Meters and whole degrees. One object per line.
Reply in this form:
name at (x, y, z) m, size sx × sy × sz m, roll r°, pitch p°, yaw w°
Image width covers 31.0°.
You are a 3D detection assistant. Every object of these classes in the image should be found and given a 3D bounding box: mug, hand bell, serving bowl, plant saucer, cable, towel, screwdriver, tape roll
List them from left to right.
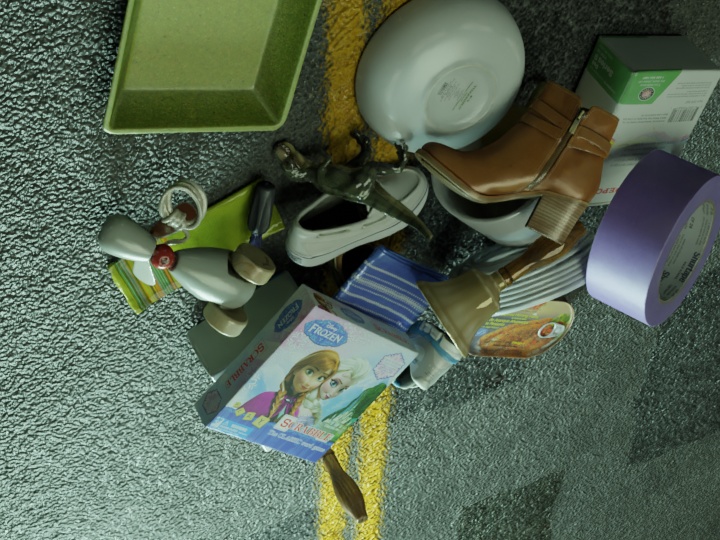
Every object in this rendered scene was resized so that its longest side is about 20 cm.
towel at (-0.184, -0.026, 1.463) m, size 0.199 × 0.018 × 0.086 m, roll -30°, pitch 142°, yaw -5°
plant saucer at (-0.146, -0.228, 1.253) m, size 0.199 × 0.048 × 0.201 m, roll -5°, pitch 133°, yaw -31°
screwdriver at (-0.126, -0.015, 1.482) m, size 0.028 × 0.029 × 0.201 m, roll -4°, pitch 130°, yaw -28°
hand bell at (-0.042, 0.251, 1.708) m, size 0.103 × 0.200 × 0.105 m, roll -19°, pitch 140°, yaw -17°
towel at (0.007, 0.064, 1.562) m, size 0.200 × 0.024 × 0.144 m, roll -50°, pitch 139°, yaw 14°
serving bowl at (0.097, -0.205, 1.419) m, size 0.199 × 0.066 × 0.201 m, roll -14°, pitch 133°, yaw -15°
hand bell at (0.175, 0.004, 1.507) m, size 0.199 × 0.104 × 0.104 m, roll -33°, pitch 142°, yaw 2°
mug at (0.194, -0.109, 1.548) m, size 0.186 × 0.150 × 0.153 m, roll -33°, pitch 150°, yaw 10°
cable at (0.208, 0.000, 1.644) m, size 0.199 × 0.200 × 0.070 m, roll -21°, pitch 98°, yaw -5°
tape roll at (0.363, -0.039, 1.582) m, size 0.200 × 0.085 × 0.201 m, roll -41°, pitch 147°, yaw -35°

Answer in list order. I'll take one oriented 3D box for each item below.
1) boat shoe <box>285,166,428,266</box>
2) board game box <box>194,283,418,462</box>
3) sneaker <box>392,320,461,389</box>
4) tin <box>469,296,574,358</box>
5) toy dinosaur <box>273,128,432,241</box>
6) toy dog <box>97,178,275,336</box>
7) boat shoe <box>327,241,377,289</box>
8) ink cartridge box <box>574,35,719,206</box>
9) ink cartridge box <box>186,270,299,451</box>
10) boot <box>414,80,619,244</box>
boat shoe at (0.000, -0.076, 1.474) m, size 0.199 × 0.072 × 0.066 m, roll -25°, pitch 155°, yaw -25°
board game box at (-0.061, 0.128, 1.534) m, size 0.200 × 0.041 × 0.199 m, roll -48°, pitch 138°, yaw 15°
sneaker at (0.061, 0.105, 1.646) m, size 0.075 × 0.200 × 0.087 m, roll 38°, pitch 85°, yaw -14°
tin at (0.218, 0.070, 1.832) m, size 0.199 × 0.042 × 0.112 m, roll 7°, pitch 131°, yaw -39°
toy dinosaur at (0.005, -0.107, 1.429) m, size 0.089 × 0.199 × 0.048 m, roll -61°, pitch 169°, yaw -18°
toy dog at (-0.186, -0.018, 1.414) m, size 0.132 × 0.096 × 0.200 m, roll -38°, pitch 119°, yaw 6°
boat shoe at (0.000, 0.000, 1.574) m, size 0.075 × 0.074 × 0.200 m, roll -35°, pitch 141°, yaw 2°
ink cartridge box at (0.332, -0.185, 1.604) m, size 0.144 × 0.088 × 0.201 m, roll -7°, pitch 133°, yaw -29°
ink cartridge box at (-0.106, 0.116, 1.614) m, size 0.146 × 0.086 × 0.200 m, roll -32°, pitch 140°, yaw -4°
boot at (0.174, -0.138, 1.412) m, size 0.077 × 0.199 × 0.156 m, roll -48°, pitch 164°, yaw -87°
